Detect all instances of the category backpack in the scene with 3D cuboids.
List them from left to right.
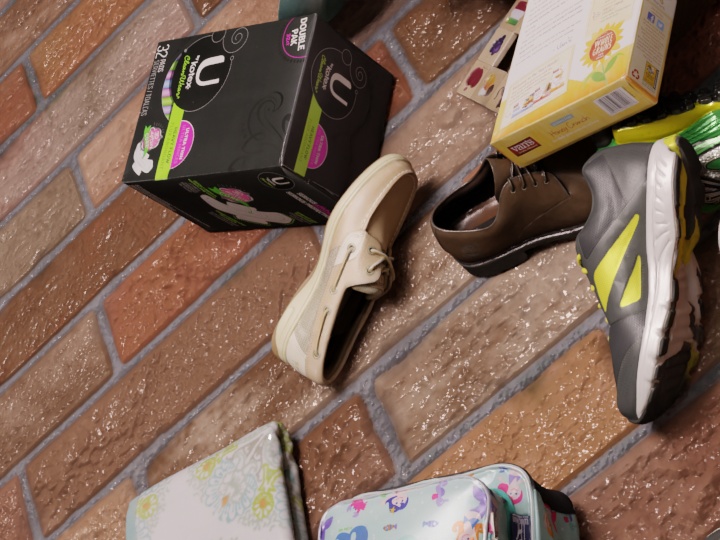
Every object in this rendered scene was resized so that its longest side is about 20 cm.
[{"bbox_3d":[0.061,0.242,1.011,0.176,0.150,0.202,-16,63,31],"label":"backpack"}]

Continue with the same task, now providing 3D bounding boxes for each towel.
[{"bbox_3d":[-0.115,0.246,1.219,0.170,0.048,0.202,-28,53,22],"label":"towel"}]

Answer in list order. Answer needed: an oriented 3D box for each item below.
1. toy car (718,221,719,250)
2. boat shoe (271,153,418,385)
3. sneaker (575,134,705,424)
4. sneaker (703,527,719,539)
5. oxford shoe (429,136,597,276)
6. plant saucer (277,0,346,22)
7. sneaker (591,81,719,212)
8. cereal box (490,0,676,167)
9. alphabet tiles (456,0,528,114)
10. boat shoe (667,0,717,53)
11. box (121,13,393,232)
[{"bbox_3d":[0.332,-0.015,0.925,0.199,0.176,0.150,-27,17,27],"label":"toy car"},{"bbox_3d":[0.000,0.000,1.234,0.065,0.072,0.201,31,92,35],"label":"boat shoe"},{"bbox_3d":[0.193,0.006,1.040,0.084,0.074,0.202,5,91,36],"label":"sneaker"},{"bbox_3d":[0.192,0.246,0.935,0.075,0.087,0.201,32,89,46],"label":"sneaker"},{"bbox_3d":[0.141,-0.067,1.139,0.199,0.084,0.073,-33,49,20],"label":"oxford shoe"},{"bbox_3d":[-0.019,-0.302,1.349,0.036,0.200,0.202,23,83,7],"label":"plant saucer"},{"bbox_3d":[0.271,-0.093,1.062,0.198,0.086,0.078,-11,19,23],"label":"sneaker"},{"bbox_3d":[0.174,-0.187,1.098,0.143,0.039,0.202,-24,41,51],"label":"cereal box"},{"bbox_3d":[0.161,-0.194,1.187,0.168,0.008,0.200,-56,25,5],"label":"alphabet tiles"},{"bbox_3d":[0.253,-0.241,1.146,0.200,0.072,0.072,-46,46,21],"label":"boat shoe"},{"bbox_3d":[-0.092,-0.128,1.334,0.198,0.124,0.150,-2,69,38],"label":"box"}]
